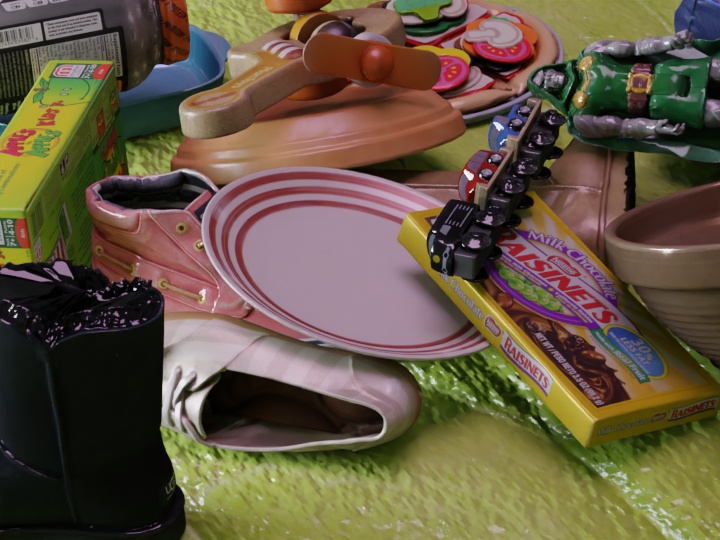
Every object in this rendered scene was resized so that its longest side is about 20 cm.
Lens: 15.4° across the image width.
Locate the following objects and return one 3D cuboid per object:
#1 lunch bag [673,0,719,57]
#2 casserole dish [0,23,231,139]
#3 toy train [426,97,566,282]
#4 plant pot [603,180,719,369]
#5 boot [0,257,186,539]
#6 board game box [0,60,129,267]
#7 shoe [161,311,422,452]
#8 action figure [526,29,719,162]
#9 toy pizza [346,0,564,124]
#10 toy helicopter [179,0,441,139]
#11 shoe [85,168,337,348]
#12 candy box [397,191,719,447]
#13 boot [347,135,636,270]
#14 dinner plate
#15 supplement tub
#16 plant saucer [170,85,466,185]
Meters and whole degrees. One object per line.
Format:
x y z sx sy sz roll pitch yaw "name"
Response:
0.279 -0.144 1.785 0.136 0.133 0.200 25 39 14 "lunch bag"
-0.188 -0.128 1.914 0.199 0.039 0.121 -13 32 -14 "casserole dish"
0.082 -0.051 1.609 0.046 0.034 0.200 13 33 15 "toy train"
0.248 0.003 1.554 0.200 0.093 0.201 -12 12 3 "plant pot"
-0.194 0.071 1.459 0.199 0.169 0.076 3 32 14 "boot"
-0.202 -0.046 1.718 0.047 0.102 0.200 3 32 12 "board game box"
-0.066 0.068 1.539 0.199 0.070 0.053 6 24 14 "shoe"
0.202 -0.112 1.678 0.199 0.055 0.119 3 73 19 "action figure"
0.049 -0.162 1.940 0.199 0.032 0.200 -4 31 2 "toy pizza"
-0.039 -0.126 1.701 0.132 0.079 0.200 8 28 34 "toy helicopter"
-0.081 -0.003 1.639 0.199 0.091 0.071 10 34 24 "shoe"
0.117 0.025 1.567 0.102 0.026 0.200 -9 42 -36 "candy box"
0.077 -0.054 1.725 0.199 0.066 0.175 0 33 9 "boot"
0.000 0.000 1.595 0.199 0.024 0.200 14 31 -8 "dinner plate"
-0.225 -0.174 1.841 0.199 0.123 0.123 -12 32 -12 "supplement tub"
-0.030 -0.094 1.767 0.199 0.038 0.200 -9 10 2 "plant saucer"
